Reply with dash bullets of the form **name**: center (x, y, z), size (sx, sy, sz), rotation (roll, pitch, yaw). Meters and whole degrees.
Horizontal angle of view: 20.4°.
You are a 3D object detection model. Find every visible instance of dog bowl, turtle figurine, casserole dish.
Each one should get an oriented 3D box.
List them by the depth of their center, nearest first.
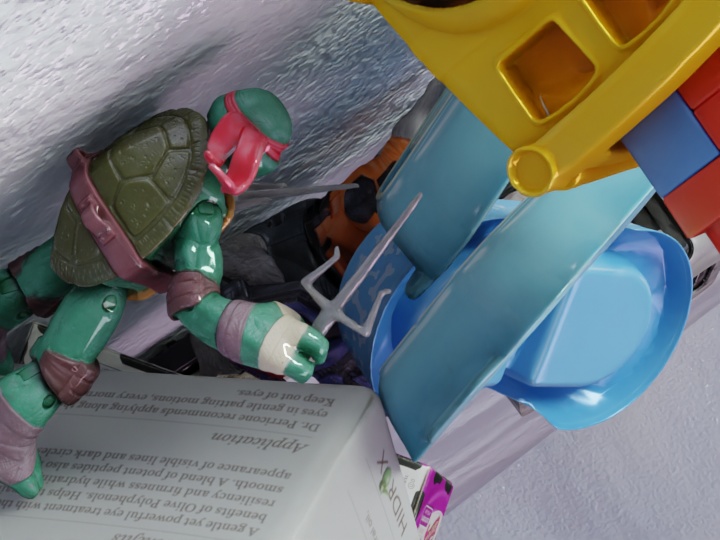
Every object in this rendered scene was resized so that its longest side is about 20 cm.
- **turtle figurine**: center (-0.076, -0.009, 0.771), size (0.200, 0.101, 0.150), rotation (-37, -151, 14)
- **casserole dish**: center (0.063, -0.081, 0.829), size (0.200, 0.039, 0.121), rotation (-57, -178, 0)
- **casserole dish**: center (0.069, 0.002, 0.834), size (0.121, 0.039, 0.200), rotation (-54, 174, 38)
- **dog bowl**: center (0.073, 0.017, 0.970), size (0.199, 0.050, 0.112), rotation (3, 115, -39)

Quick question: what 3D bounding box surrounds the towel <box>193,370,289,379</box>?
- **towel**: center (-0.106, 0.090, 1.192), size (0.200, 0.035, 0.133), rotation (-34, 177, -4)

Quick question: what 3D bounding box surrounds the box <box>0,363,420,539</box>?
- **box**: center (-0.087, 0.168, 0.828), size (0.198, 0.201, 0.171), rotation (2, -143, 26)

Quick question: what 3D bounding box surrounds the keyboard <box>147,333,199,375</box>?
- **keyboard**: center (-0.168, 0.091, 1.100), size (0.200, 0.021, 0.127), rotation (-35, 175, -8)

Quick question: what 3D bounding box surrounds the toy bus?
- **toy bus**: center (0.112, -0.109, 0.656), size (0.200, 0.192, 0.136), rotation (-44, 164, 32)

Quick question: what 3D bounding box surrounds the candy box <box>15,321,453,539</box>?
- **candy box**: center (-0.062, 0.092, 0.964), size (0.136, 0.199, 0.061), rotation (52, 58, -78)

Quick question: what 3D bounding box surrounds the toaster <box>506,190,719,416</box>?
- **toaster**: center (0.143, 0.001, 1.373), size (0.181, 0.119, 0.200), rotation (-34, 169, -2)

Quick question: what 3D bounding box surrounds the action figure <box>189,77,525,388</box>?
- **action figure**: center (0.000, 0.000, 1.016), size (0.193, 0.105, 0.200), rotation (-31, 148, 6)
